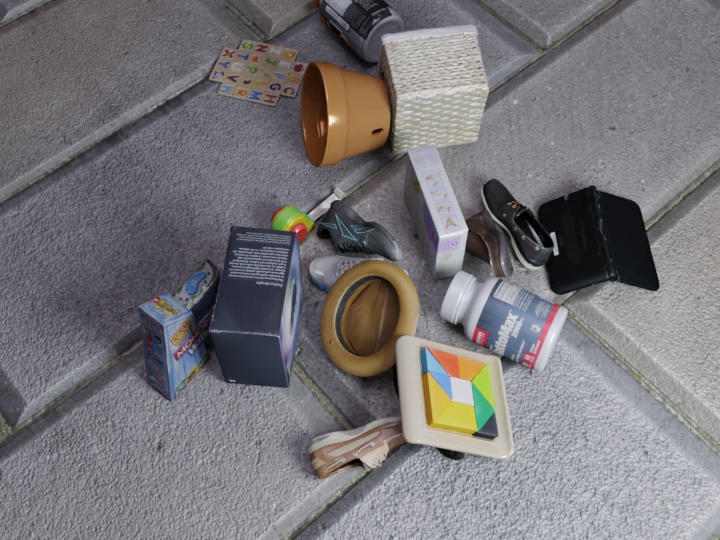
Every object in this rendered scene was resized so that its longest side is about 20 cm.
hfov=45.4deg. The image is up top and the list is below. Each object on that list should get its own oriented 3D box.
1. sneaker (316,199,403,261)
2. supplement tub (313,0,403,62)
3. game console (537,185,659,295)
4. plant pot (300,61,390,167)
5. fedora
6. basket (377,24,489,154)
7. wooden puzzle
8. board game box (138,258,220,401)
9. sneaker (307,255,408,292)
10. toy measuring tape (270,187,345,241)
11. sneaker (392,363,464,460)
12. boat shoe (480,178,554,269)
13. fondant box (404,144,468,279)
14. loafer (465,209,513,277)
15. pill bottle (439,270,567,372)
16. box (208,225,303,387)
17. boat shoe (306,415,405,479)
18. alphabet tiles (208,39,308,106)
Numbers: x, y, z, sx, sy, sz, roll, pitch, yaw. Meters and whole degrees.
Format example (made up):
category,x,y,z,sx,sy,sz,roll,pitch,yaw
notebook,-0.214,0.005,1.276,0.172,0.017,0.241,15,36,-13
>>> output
category,x,y,z,sx,sy,sz,roll,pitch,yaw
sneaker,-0.002,-0.056,1.601,0.079,0.076,0.199,-47,49,-12
supplement tub,-0.008,-0.558,1.877,0.122,0.123,0.200,-33,63,-18
game console,0.444,-0.044,1.619,0.174,0.116,0.202,-20,54,25
plant pot,-0.027,-0.309,1.694,0.138,0.201,0.202,-6,58,-17
fedora,0.025,0.086,1.493,0.198,0.082,0.203,-7,74,24
basket,0.143,-0.356,1.712,0.197,0.199,0.163,-9,63,-5
wooden puzzle,0.155,0.201,1.389,0.198,0.037,0.187,13,54,-23
board game box,-0.292,0.089,1.445,0.061,0.201,0.200,31,64,19
sneaker,0.000,0.000,1.561,0.197,0.087,0.076,10,61,8
toy measuring tape,-0.107,-0.109,1.638,0.200,0.074,0.073,-40,66,-20
sneaker,0.129,0.218,1.443,0.090,0.076,0.201,-29,69,-26
boat shoe,0.296,-0.099,1.618,0.073,0.063,0.203,-8,56,-33
fondant box,0.136,-0.107,1.588,0.058,0.145,0.202,-14,59,-8
loafer,0.226,-0.040,1.568,0.070,0.074,0.201,-20,26,4
pill bottle,0.244,0.081,1.487,0.198,0.120,0.120,24,62,16
box,-0.168,0.066,1.458,0.122,0.201,0.200,5,60,4
boat shoe,0.013,0.291,1.397,0.198,0.076,0.073,-16,63,2
alphabet tiles,-0.221,-0.432,1.872,0.198,0.006,0.168,14,60,9
